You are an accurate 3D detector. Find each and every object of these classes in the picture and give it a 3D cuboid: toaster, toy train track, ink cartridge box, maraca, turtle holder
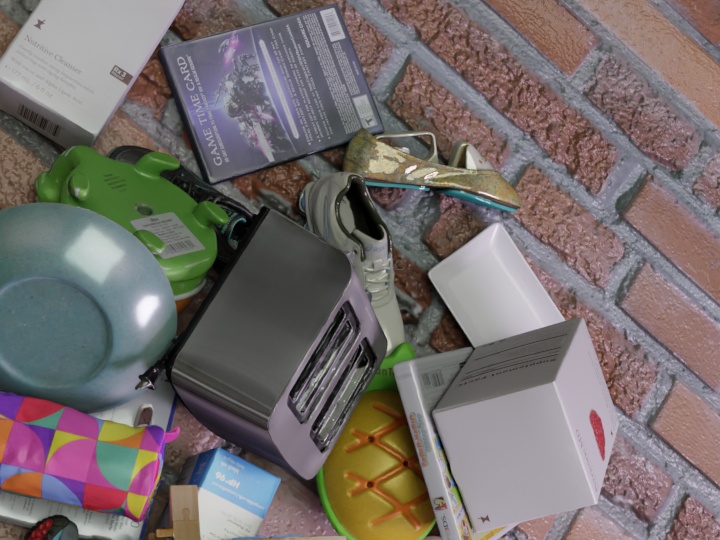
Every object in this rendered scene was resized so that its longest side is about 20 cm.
[{"bbox_3d":[-0.072,0.073,1.191,0.118,0.181,0.201,25,72,22],"label":"toaster"},{"bbox_3d":[-0.107,0.238,1.133,0.199,0.033,0.116,3,70,-25],"label":"toy train track"},{"bbox_3d":[-0.153,0.262,1.188,0.068,0.116,0.201,28,69,-12],"label":"ink cartridge box"},{"bbox_3d":[-0.268,0.129,1.211,0.199,0.041,0.201,18,72,-17],"label":"ink cartridge box"},{"bbox_3d":[0.021,0.164,1.284,0.136,0.107,0.202,8,74,-27],"label":"maraca"},{"bbox_3d":[-0.220,-0.026,1.198,0.185,0.132,0.141,28,33,-1],"label":"turtle holder"}]

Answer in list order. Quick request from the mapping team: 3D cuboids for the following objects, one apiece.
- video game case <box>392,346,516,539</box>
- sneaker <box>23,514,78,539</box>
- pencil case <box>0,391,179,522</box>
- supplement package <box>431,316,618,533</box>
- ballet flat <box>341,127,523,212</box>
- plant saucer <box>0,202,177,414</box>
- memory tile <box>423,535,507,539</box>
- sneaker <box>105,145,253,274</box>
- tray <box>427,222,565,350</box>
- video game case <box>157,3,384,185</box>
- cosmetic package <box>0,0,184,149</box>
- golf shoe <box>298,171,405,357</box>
[{"bbox_3d":[0.095,0.167,1.288,0.023,0.200,0.183,-18,84,20],"label":"video game case"},{"bbox_3d":[-0.265,0.308,1.157,0.095,0.079,0.201,17,88,-25],"label":"sneaker"},{"bbox_3d":[-0.255,0.148,1.122,0.198,0.088,0.089,14,73,-5],"label":"pencil case"},{"bbox_3d":[0.160,0.140,1.272,0.119,0.200,0.122,-17,99,20],"label":"supplement package"},{"bbox_3d":[0.080,-0.105,1.385,0.198,0.071,0.071,9,75,-17],"label":"ballet flat"},{"bbox_3d":[-0.252,0.043,1.122,0.200,0.201,0.039,32,24,-12],"label":"plant saucer"},{"bbox_3d":[0.115,0.341,1.334,0.153,0.017,0.200,-40,95,-24],"label":"memory tile"},{"bbox_3d":[-0.150,-0.059,1.281,0.199,0.079,0.076,34,68,-11],"label":"sneaker"},{"bbox_3d":[0.157,0.060,1.409,0.107,0.022,0.201,-35,93,-24],"label":"tray"},{"bbox_3d":[-0.087,-0.178,1.365,0.199,0.019,0.144,-19,86,-23],"label":"video game case"},{"bbox_3d":[-0.249,-0.220,1.274,0.112,0.081,0.201,30,70,-11],"label":"cosmetic package"},{"bbox_3d":[0.000,0.000,1.319,0.078,0.097,0.201,-21,88,-26],"label":"golf shoe"}]
